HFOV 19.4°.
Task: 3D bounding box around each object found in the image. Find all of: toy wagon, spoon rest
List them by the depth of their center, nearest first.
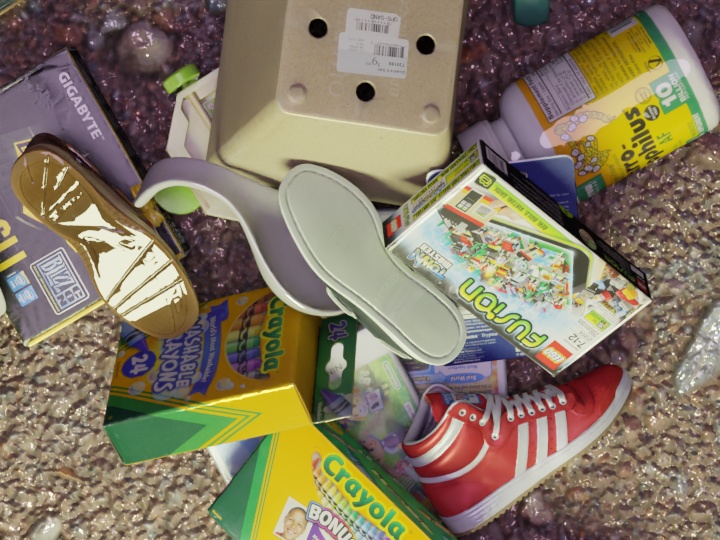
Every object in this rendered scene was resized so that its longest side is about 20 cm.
[{"bbox_3d":[-0.081,-0.032,1.690,0.199,0.061,0.100,28,50,-12],"label":"spoon rest"},{"bbox_3d":[-0.102,-0.105,1.749,0.199,0.040,0.156,-33,92,-5],"label":"toy wagon"}]

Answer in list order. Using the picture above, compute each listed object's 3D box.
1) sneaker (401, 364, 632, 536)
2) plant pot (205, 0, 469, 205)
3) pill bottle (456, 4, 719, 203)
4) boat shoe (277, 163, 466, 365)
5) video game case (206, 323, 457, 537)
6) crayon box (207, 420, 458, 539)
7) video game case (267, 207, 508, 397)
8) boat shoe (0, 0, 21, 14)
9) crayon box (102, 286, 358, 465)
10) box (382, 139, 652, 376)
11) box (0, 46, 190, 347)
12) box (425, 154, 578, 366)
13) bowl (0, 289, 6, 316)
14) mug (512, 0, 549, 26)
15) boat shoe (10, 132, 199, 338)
[{"bbox_3d":[0.126,0.116,1.738,0.199,0.071,0.113,-38,106,-9],"label":"sneaker"},{"bbox_3d":[-0.005,-0.170,1.656,0.198,0.177,0.202,8,84,-9],"label":"plant pot"},{"bbox_3d":[0.183,-0.122,1.716,0.199,0.113,0.114,-28,93,4],"label":"pill bottle"},{"bbox_3d":[0.000,0.000,1.676,0.076,0.060,0.201,-42,101,-17],"label":"boat shoe"},{"bbox_3d":[-0.019,0.166,1.776,0.181,0.022,0.201,-26,102,7],"label":"video game case"},{"bbox_3d":[-0.013,0.217,1.709,0.200,0.058,0.119,42,102,18],"label":"crayon box"},{"bbox_3d":[0.022,0.039,1.781,0.198,0.024,0.184,-4,95,2],"label":"video game case"},{"bbox_3d":[-0.322,-0.238,1.737,0.199,0.091,0.071,-30,93,5],"label":"boat shoe"},{"bbox_3d":[-0.104,0.079,1.719,0.198,0.126,0.052,-13,129,14],"label":"crayon box"},{"bbox_3d":[0.125,-0.007,1.661,0.199,0.035,0.110,36,118,-28],"label":"box"},{"bbox_3d":[-0.260,-0.062,1.772,0.159,0.049,0.201,-29,93,6],"label":"box"},{"bbox_3d":[0.117,-0.013,1.697,0.120,0.033,0.201,-6,129,1],"label":"box"},{"bbox_3d":[-0.353,0.021,1.731,0.094,0.201,0.202,-31,93,-19],"label":"bowl"},{"bbox_3d":[0.143,-0.310,1.700,0.151,0.114,0.186,-35,92,5],"label":"mug"},{"bbox_3d":[-0.203,-0.032,1.714,0.072,0.072,0.200,-39,109,17],"label":"boat shoe"}]
